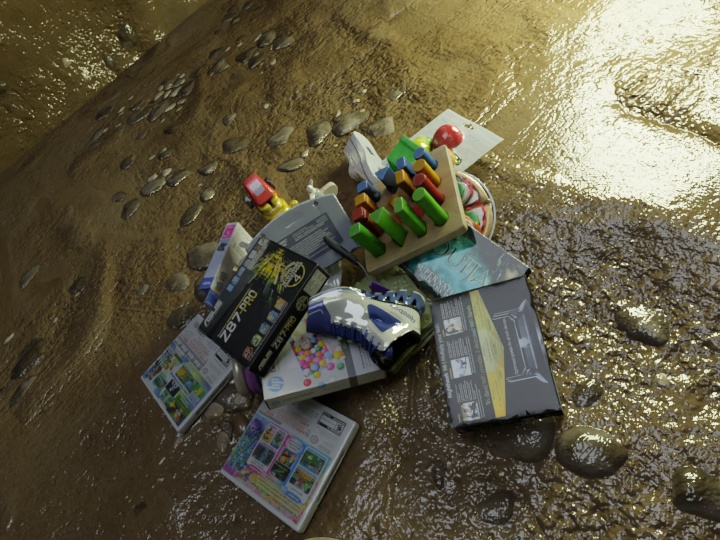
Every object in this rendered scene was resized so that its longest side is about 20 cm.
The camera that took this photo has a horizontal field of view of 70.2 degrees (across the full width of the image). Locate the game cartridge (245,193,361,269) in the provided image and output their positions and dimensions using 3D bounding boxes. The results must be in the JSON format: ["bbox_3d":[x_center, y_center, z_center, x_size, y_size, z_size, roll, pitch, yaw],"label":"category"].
[{"bbox_3d":[-0.109,-0.052,0.969,0.199,0.134,0.041,-32,2,-5],"label":"game cartridge"}]

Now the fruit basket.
[{"bbox_3d":[0.166,-0.245,1.074,0.199,0.094,0.185,-35,47,-10],"label":"fruit basket"}]

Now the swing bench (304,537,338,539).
[{"bbox_3d":[-0.030,0.417,0.602,0.129,0.199,0.201,27,72,41],"label":"swing bench"}]

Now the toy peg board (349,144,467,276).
[{"bbox_3d":[0.067,-0.129,0.916,0.198,0.098,0.201,-25,50,27],"label":"toy peg board"}]

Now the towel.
[{"bbox_3d":[0.052,0.076,0.924,0.148,0.037,0.200,-40,48,-1],"label":"towel"}]

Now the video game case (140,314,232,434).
[{"bbox_3d":[-0.353,0.207,1.068,0.199,0.022,0.183,31,75,41],"label":"video game case"}]

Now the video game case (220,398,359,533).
[{"bbox_3d":[-0.122,0.302,0.863,0.198,0.024,0.183,16,66,37],"label":"video game case"}]

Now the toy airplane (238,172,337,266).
[{"bbox_3d":[-0.149,-0.091,1.059,0.141,0.196,0.203,-142,57,-64],"label":"toy airplane"}]

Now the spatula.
[{"bbox_3d":[0.000,0.000,0.911,0.020,0.057,0.200,-38,64,-17],"label":"spatula"}]

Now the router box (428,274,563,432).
[{"bbox_3d":[0.197,0.125,0.765,0.155,0.052,0.203,-16,63,19],"label":"router box"}]

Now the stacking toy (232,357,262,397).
[{"bbox_3d":[-0.123,0.166,0.919,0.197,0.086,0.086,-11,49,0],"label":"stacking toy"}]

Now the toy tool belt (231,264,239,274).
[{"bbox_3d":[-0.205,0.085,1.000,0.124,0.123,0.201,-31,47,14],"label":"toy tool belt"}]

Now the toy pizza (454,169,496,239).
[{"bbox_3d":[0.150,-0.096,0.952,0.197,0.032,0.203,-6,75,21],"label":"toy pizza"}]

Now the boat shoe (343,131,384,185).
[{"bbox_3d":[0.006,-0.237,1.173,0.070,0.070,0.201,-49,45,27],"label":"boat shoe"}]

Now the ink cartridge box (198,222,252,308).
[{"bbox_3d":[-0.276,0.012,1.102,0.041,0.120,0.202,-4,55,25],"label":"ink cartridge box"}]

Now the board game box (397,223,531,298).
[{"bbox_3d":[0.170,-0.006,0.877,0.200,0.028,0.136,41,95,32],"label":"board game box"}]

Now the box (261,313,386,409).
[{"bbox_3d":[-0.070,0.132,0.864,0.197,0.041,0.157,-14,51,-2],"label":"box"}]

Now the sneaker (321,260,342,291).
[{"bbox_3d":[-0.071,-0.031,1.033,0.079,0.071,0.202,8,54,-2],"label":"sneaker"}]

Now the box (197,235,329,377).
[{"bbox_3d":[-0.165,0.054,0.868,0.160,0.049,0.201,25,77,41],"label":"box"}]

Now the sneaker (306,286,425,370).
[{"bbox_3d":[0.010,0.093,0.805,0.196,0.081,0.116,-2,48,0],"label":"sneaker"}]
